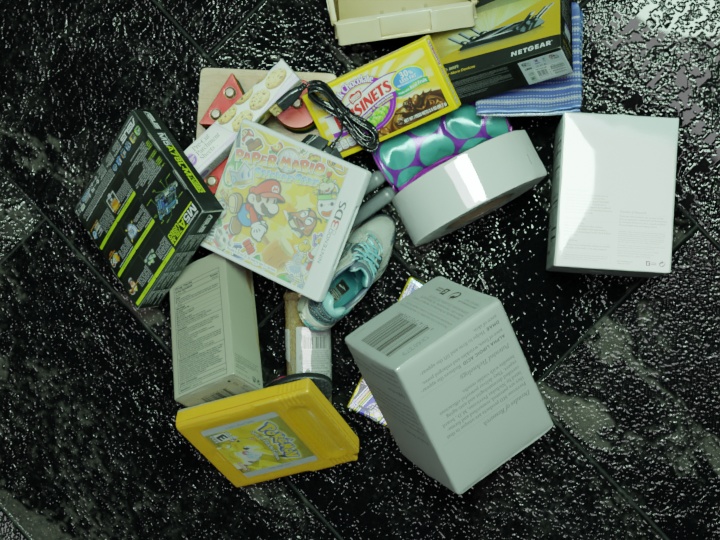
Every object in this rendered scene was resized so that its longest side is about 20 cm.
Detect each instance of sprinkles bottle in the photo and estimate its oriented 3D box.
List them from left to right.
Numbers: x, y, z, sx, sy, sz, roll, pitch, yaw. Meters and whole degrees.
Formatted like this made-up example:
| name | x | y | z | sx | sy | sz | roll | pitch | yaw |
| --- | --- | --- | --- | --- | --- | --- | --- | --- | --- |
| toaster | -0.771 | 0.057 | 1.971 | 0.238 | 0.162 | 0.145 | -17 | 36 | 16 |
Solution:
| name | x | y | z | sx | sy | sz | roll | pitch | yaw |
| --- | --- | --- | --- | --- | --- | --- | --- | --- | --- |
| sprinkles bottle | -0.072 | 0.130 | 1.622 | 0.068 | 0.068 | 0.202 | -2 | 87 | 4 |

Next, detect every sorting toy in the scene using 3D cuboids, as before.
| name | x | y | z | sx | sy | sz | roll | pitch | yaw |
| --- | --- | --- | --- | --- | --- | --- | --- | --- | --- |
| sorting toy | -0.139 | -0.188 | 1.642 | 0.198 | 0.070 | 0.201 | 3 | 87 | 5 |

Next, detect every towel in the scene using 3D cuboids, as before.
| name | x | y | z | sx | sy | sz | roll | pitch | yaw |
| --- | --- | --- | --- | --- | --- | --- | --- | --- | --- |
| towel | 0.232 | -0.291 | 1.587 | 0.143 | 0.024 | 0.201 | -1 | 54 | 11 |

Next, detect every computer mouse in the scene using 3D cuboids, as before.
| name | x | y | z | sx | sy | sz | roll | pitch | yaw |
| --- | --- | --- | --- | --- | --- | --- | --- | --- | --- |
| computer mouse | -0.085 | -0.157 | 1.561 | 0.200 | 0.046 | 0.141 | -42 | 96 | 16 |

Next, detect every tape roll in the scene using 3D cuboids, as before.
| name | x | y | z | sx | sy | sz | roll | pitch | yaw |
| --- | --- | --- | --- | --- | --- | --- | --- | --- | --- |
| tape roll | 0.145 | -0.109 | 1.550 | 0.201 | 0.202 | 0.071 | -27 | 85 | 3 |

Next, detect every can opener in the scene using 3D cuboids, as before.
| name | x | y | z | sx | sy | sz | roll | pitch | yaw |
| --- | --- | --- | --- | --- | --- | --- | --- | --- | --- |
| can opener | -0.039 | -0.068 | 1.607 | 0.199 | 0.066 | 0.053 | -35 | 93 | 21 |

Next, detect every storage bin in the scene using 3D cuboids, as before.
| name | x | y | z | sx | sy | sz | roll | pitch | yaw |
| --- | --- | --- | --- | --- | --- | --- | --- | --- | --- |
| storage bin | 0.051 | -0.411 | 1.580 | 0.198 | 0.094 | 0.200 | -7 | 50 | 4 |

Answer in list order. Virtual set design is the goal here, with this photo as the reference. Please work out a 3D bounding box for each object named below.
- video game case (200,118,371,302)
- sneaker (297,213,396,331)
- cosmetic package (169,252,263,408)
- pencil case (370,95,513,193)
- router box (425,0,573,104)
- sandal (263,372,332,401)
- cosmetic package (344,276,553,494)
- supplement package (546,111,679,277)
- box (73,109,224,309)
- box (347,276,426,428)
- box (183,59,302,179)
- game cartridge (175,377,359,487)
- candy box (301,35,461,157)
| name | x | y | z | sx | sy | sz | roll | pitch | yaw |
| --- | --- | --- | --- | --- | --- | --- | --- | --- | --- |
| video game case | -0.103 | -0.081 | 1.537 | 0.199 | 0.023 | 0.183 | 25 | 99 | 21 |
| sneaker | 0.000 | 0.000 | 1.586 | 0.078 | 0.086 | 0.201 | 41 | 64 | -14 |
| cosmetic package | -0.198 | 0.083 | 1.577 | 0.105 | 0.071 | 0.201 | -23 | 54 | 23 |
| pencil case | 0.114 | -0.182 | 1.614 | 0.199 | 0.085 | 0.093 | -26 | 72 | 3 |
| router box | 0.184 | -0.311 | 1.561 | 0.199 | 0.052 | 0.158 | -14 | 51 | 25 |
| sandal | -0.111 | 0.178 | 1.567 | 0.075 | 0.045 | 0.200 | 31 | 134 | -22 |
| cosmetic package | 0.114 | 0.144 | 1.508 | 0.164 | 0.165 | 0.201 | -33 | 113 | -15 |
| supplement package | 0.334 | -0.097 | 1.558 | 0.150 | 0.151 | 0.202 | 4 | 88 | 5 |
| box | -0.295 | -0.084 | 1.594 | 0.193 | 0.047 | 0.200 | 51 | 123 | 20 |
| box | 0.056 | 0.113 | 1.615 | 0.070 | 0.064 | 0.201 | 26 | 89 | 5 |
| box | -0.164 | -0.205 | 1.590 | 0.200 | 0.039 | 0.041 | -42 | 83 | 1 |
| game cartridge | -0.119 | 0.222 | 1.556 | 0.199 | 0.177 | 0.033 | -15 | 47 | 20 |
| candy box | 0.026 | -0.228 | 1.554 | 0.199 | 0.026 | 0.103 | -21 | 102 | 28 |
